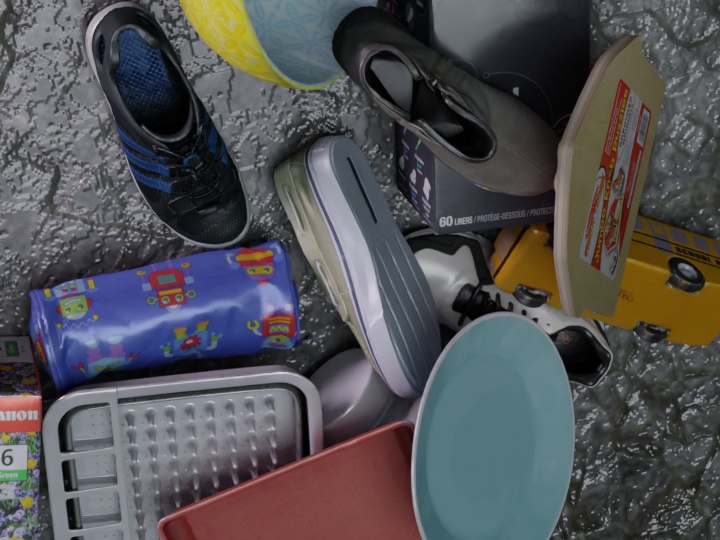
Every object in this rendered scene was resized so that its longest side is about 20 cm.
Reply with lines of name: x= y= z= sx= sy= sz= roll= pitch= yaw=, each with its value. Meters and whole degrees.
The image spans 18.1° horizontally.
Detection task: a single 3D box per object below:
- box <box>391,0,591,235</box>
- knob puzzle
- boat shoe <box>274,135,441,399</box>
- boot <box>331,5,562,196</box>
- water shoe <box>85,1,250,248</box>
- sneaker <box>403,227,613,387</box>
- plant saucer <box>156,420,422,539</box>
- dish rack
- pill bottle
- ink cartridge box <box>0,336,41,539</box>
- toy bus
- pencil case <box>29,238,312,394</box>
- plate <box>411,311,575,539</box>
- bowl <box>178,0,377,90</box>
box: x=0.092 y=-0.140 z=1.615 sx=0.121 sy=0.106 sz=0.201 roll=-8 pitch=112 yaw=-13
knob puzzle: x=0.157 y=-0.067 z=1.554 sx=0.030 sy=0.220 sz=0.221 roll=12 pitch=112 yaw=20
boat shoe: x=0.000 y=0.000 z=1.648 sx=0.062 sy=0.072 sz=0.201 roll=-18 pitch=94 yaw=37
boot: x=0.067 y=-0.093 z=1.497 sx=0.199 sy=0.131 sz=0.068 roll=33 pitch=102 yaw=-21
water shoe: x=-0.135 y=-0.090 z=1.587 sx=0.071 sy=0.079 sz=0.201 roll=-30 pitch=116 yaw=-2
sneaker: x=0.109 y=0.028 z=1.702 sx=0.199 sy=0.080 sz=0.074 roll=21 pitch=107 yaw=-20
plant saucer: x=-0.023 y=0.211 z=1.651 sx=0.199 sy=0.037 sz=0.201 roll=-22 pitch=119 yaw=3
dish rack: x=-0.126 y=0.143 z=1.641 sx=0.198 sy=0.044 sz=0.173 roll=-5 pitch=119 yaw=-6
pill bottle: x=0.041 y=0.152 z=1.714 sx=0.111 sy=0.111 sz=0.200 roll=-44 pitch=115 yaw=4
ink cartridge box: x=-0.254 y=0.099 z=1.612 sx=0.050 sy=0.109 sz=0.201 roll=0 pitch=111 yaw=-13
toy bus: x=0.193 y=-0.003 z=1.703 sx=0.199 sy=0.079 sz=0.065 roll=16 pitch=126 yaw=-22
pencil case: x=-0.139 y=0.035 z=1.637 sx=0.199 sy=0.078 sz=0.087 roll=-11 pitch=145 yaw=-12
plate: x=0.090 y=0.129 z=1.631 sx=0.200 sy=0.025 sz=0.202 roll=-5 pitch=96 yaw=-50
bowl: x=-0.076 y=-0.222 z=1.523 sx=0.107 sy=0.200 sz=0.201 roll=4 pitch=117 yaw=28
